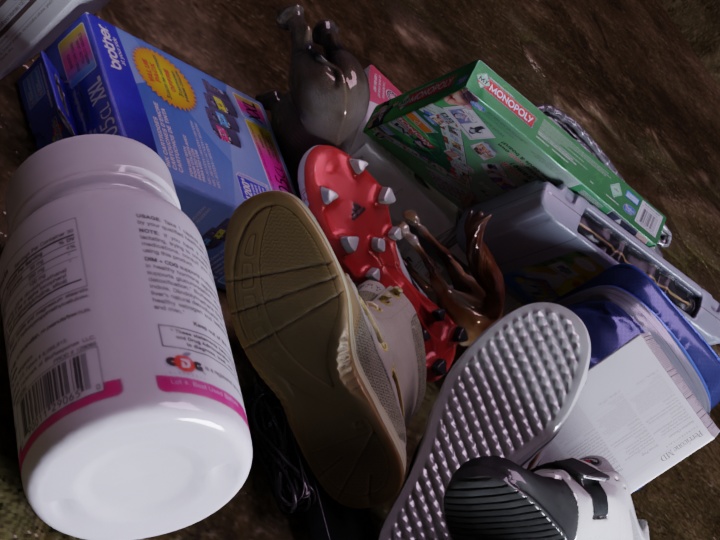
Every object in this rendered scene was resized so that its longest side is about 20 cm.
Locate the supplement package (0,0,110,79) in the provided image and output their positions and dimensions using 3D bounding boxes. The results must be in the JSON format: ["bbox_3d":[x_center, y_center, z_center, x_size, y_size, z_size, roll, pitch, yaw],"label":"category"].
[{"bbox_3d":[-0.197,-0.238,1.002,0.111,0.156,0.200,46,25,-10],"label":"supplement package"}]

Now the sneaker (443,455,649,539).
[{"bbox_3d":[0.114,0.140,0.888,0.200,0.074,0.089,45,50,-44],"label":"sneaker"}]

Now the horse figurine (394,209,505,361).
[{"bbox_3d":[0.060,0.016,1.133,0.050,0.200,0.133,-44,96,-22],"label":"horse figurine"}]

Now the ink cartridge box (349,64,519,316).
[{"bbox_3d":[0.047,-0.055,1.265,0.200,0.085,0.146,43,25,-23],"label":"ink cartridge box"}]

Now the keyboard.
[{"bbox_3d":[-0.041,0.107,0.946,0.104,0.040,0.200,37,31,-55],"label":"keyboard"}]

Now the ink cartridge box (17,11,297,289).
[{"bbox_3d":[-0.137,-0.077,0.981,0.200,0.076,0.136,21,38,-47],"label":"ink cartridge box"}]

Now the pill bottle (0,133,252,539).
[{"bbox_3d":[-0.129,0.030,0.791,0.113,0.113,0.200,28,33,-42],"label":"pill bottle"}]

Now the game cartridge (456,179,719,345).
[{"bbox_3d":[0.176,0.007,1.173,0.200,0.133,0.040,34,67,-19],"label":"game cartridge"}]

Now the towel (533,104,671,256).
[{"bbox_3d":[0.177,-0.063,1.397,0.200,0.166,0.086,42,70,-18],"label":"towel"}]

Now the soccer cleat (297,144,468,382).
[{"bbox_3d":[0.000,0.000,1.064,0.069,0.085,0.200,-52,121,-33],"label":"soccer cleat"}]

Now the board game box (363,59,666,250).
[{"bbox_3d":[0.116,-0.073,1.147,0.200,0.135,0.029,37,64,-23],"label":"board game box"}]

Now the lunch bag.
[{"bbox_3d":[0.173,0.090,1.136,0.132,0.200,0.136,-37,90,-26],"label":"lunch bag"}]

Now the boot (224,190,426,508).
[{"bbox_3d":[-0.015,0.029,0.943,0.155,0.072,0.200,-59,128,-68],"label":"boot"}]

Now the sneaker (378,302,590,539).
[{"bbox_3d":[0.076,0.110,0.951,0.078,0.200,0.079,33,0,13],"label":"sneaker"}]

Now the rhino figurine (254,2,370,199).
[{"bbox_3d":[-0.038,-0.095,1.085,0.060,0.200,0.087,-14,60,-21],"label":"rhino figurine"}]

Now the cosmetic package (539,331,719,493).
[{"bbox_3d":[0.130,0.131,0.997,0.083,0.200,0.051,57,15,12],"label":"cosmetic package"}]
